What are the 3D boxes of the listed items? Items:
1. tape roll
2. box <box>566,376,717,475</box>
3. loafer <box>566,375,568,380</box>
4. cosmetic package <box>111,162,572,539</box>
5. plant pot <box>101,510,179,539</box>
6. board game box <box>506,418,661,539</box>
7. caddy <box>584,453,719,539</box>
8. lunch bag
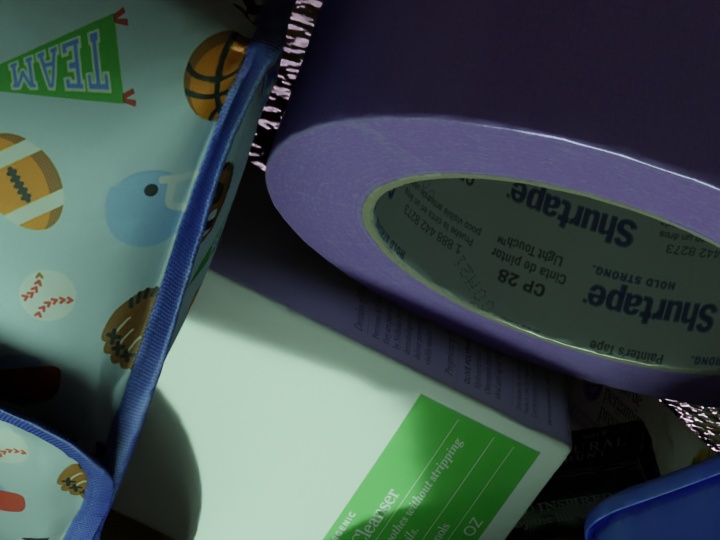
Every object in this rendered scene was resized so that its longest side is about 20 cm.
[{"bbox_3d":[0.075,-0.025,0.638,0.199,0.066,0.200,17,162,6],"label":"tape roll"},{"bbox_3d":[0.123,0.082,0.957,0.041,0.039,0.200,4,157,36],"label":"box"},{"bbox_3d":[0.000,0.000,0.827,0.200,0.063,0.072,32,-168,-26],"label":"loafer"},{"bbox_3d":[-0.039,0.033,0.742,0.199,0.085,0.108,25,118,-13],"label":"cosmetic package"},{"bbox_3d":[-0.178,0.118,0.723,0.199,0.200,0.142,26,117,-15],"label":"plant pot"},{"bbox_3d":[0.032,0.132,0.871,0.199,0.028,0.136,-10,124,15],"label":"board game box"},{"bbox_3d":[0.156,0.094,0.663,0.141,0.106,0.200,14,155,-27],"label":"caddy"},{"bbox_3d":[-0.124,-0.019,0.609,0.169,0.201,0.124,22,-155,-3],"label":"lunch bag"}]
